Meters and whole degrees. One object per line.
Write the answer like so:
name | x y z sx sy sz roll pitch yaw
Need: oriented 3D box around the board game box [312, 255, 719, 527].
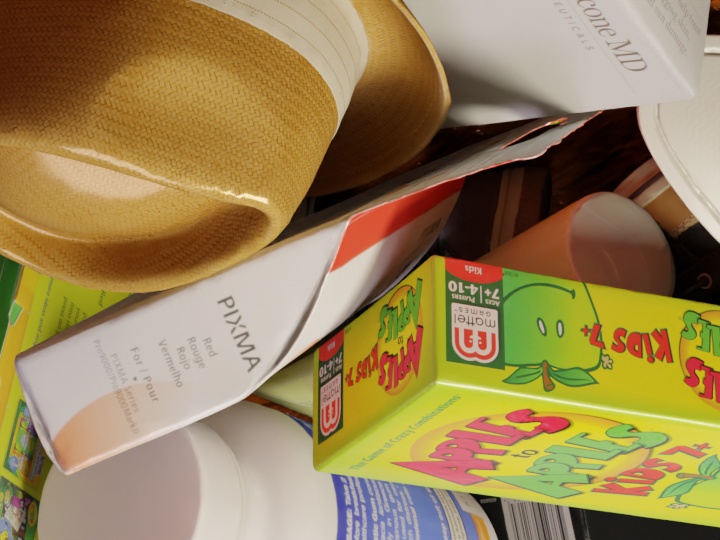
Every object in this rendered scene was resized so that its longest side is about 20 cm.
board game box | 0.094 0.048 1.010 0.199 0.048 0.102 9 156 -23

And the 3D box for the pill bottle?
pill bottle | -0.037 0.115 1.150 0.112 0.113 0.200 -8 160 33

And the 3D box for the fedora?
fedora | -0.075 -0.048 0.888 0.200 0.082 0.201 9 151 5

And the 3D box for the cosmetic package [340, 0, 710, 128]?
cosmetic package | 0.006 -0.098 0.931 0.199 0.074 0.102 -4 151 30

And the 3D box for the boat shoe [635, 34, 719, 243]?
boat shoe | 0.176 -0.027 1.031 0.199 0.074 0.060 26 -172 -20

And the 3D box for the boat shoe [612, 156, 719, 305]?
boat shoe | 0.115 0.018 1.122 0.062 0.074 0.200 50 155 15

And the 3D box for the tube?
tube | 0.038 0.027 1.087 0.058 0.052 0.200 57 140 0

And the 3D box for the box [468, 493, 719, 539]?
box | 0.062 0.125 1.305 0.199 0.079 0.141 -12 -179 38

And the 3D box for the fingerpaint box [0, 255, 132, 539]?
fingerpaint box | -0.133 0.068 1.178 0.073 0.201 0.167 -3 153 29

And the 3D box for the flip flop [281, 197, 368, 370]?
flip flop | -0.047 -0.008 1.122 0.081 0.058 0.200 32 160 21

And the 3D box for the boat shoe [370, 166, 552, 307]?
boat shoe | 0.037 0.016 1.170 0.065 0.073 0.200 14 145 3

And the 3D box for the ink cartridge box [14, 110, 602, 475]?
ink cartridge box | 0.000 0.000 0.981 0.199 0.050 0.162 -19 -175 21
